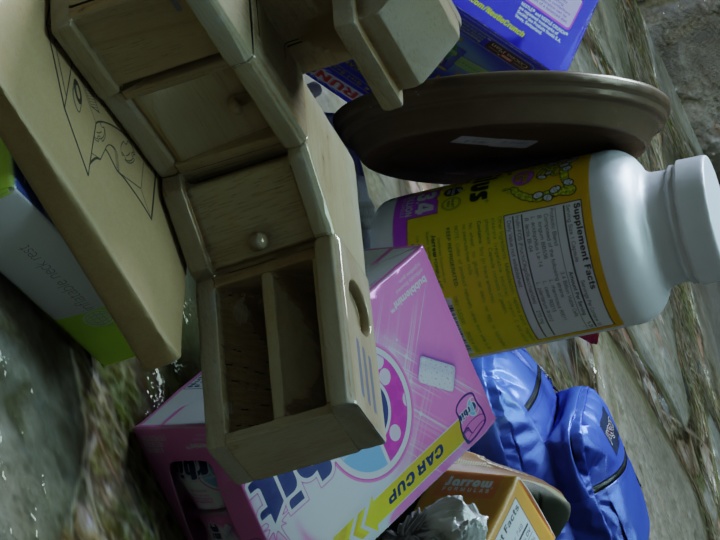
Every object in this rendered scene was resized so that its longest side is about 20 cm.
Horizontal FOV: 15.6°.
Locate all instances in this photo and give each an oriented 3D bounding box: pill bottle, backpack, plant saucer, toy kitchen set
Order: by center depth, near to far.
[{"bbox_3d":[-0.027,-0.042,1.225,0.200,0.162,0.181,56,22,-51],"label":"toy kitchen set"},{"bbox_3d":[0.113,-0.011,1.540,0.104,0.199,0.105,-12,90,-75],"label":"pill bottle"},{"bbox_3d":[0.083,-0.081,1.546,0.200,0.199,0.030,28,59,-70],"label":"plant saucer"},{"bbox_3d":[0.092,0.136,1.743,0.163,0.167,0.201,-76,143,-76],"label":"backpack"}]

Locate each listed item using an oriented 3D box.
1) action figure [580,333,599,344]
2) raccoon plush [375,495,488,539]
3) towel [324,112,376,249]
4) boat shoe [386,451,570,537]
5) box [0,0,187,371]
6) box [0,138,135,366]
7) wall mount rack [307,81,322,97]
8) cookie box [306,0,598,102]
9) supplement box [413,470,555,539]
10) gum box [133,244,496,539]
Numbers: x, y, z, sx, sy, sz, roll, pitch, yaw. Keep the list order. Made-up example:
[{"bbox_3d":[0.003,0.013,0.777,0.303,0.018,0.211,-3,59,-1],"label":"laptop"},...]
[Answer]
[{"bbox_3d":[0.060,0.010,1.738,0.065,0.199,0.052,-82,179,-75],"label":"action figure"},{"bbox_3d":[0.018,0.226,1.323,0.134,0.200,0.097,48,11,-29],"label":"raccoon plush"},{"bbox_3d":[0.000,0.000,1.564,0.147,0.024,0.201,-2,76,-75],"label":"towel"},{"bbox_3d":[0.040,0.130,1.602,0.199,0.076,0.074,12,35,-37],"label":"boat shoe"},{"bbox_3d":[-0.130,-0.075,1.248,0.164,0.021,0.200,-90,159,-48],"label":"box"},{"bbox_3d":[-0.156,-0.049,1.265,0.200,0.047,0.122,51,25,-57],"label":"box"},{"bbox_3d":[-0.046,-0.026,1.593,0.174,0.074,0.201,-72,143,-70],"label":"wall mount rack"},{"bbox_3d":[0.024,-0.163,1.566,0.171,0.200,0.075,33,69,-14],"label":"cookie box"},{"bbox_3d":[0.038,0.207,1.486,0.200,0.066,0.069,-59,135,-36],"label":"supplement box"},{"bbox_3d":[-0.024,0.085,1.401,0.200,0.066,0.114,-40,115,-41],"label":"gum box"}]
